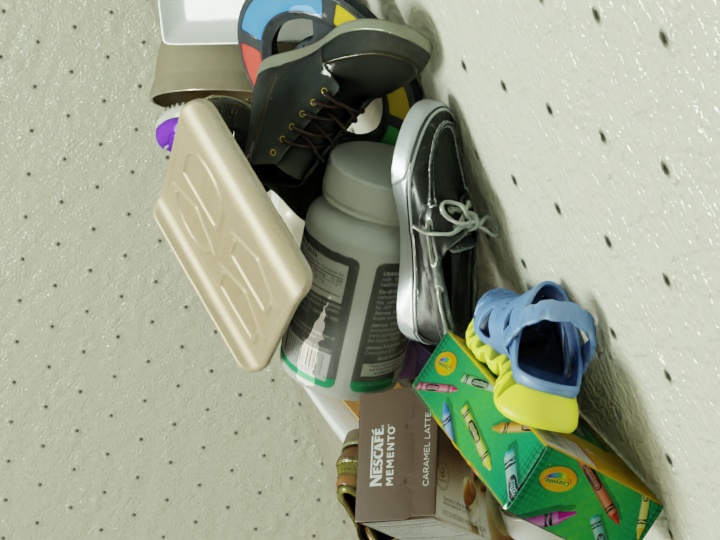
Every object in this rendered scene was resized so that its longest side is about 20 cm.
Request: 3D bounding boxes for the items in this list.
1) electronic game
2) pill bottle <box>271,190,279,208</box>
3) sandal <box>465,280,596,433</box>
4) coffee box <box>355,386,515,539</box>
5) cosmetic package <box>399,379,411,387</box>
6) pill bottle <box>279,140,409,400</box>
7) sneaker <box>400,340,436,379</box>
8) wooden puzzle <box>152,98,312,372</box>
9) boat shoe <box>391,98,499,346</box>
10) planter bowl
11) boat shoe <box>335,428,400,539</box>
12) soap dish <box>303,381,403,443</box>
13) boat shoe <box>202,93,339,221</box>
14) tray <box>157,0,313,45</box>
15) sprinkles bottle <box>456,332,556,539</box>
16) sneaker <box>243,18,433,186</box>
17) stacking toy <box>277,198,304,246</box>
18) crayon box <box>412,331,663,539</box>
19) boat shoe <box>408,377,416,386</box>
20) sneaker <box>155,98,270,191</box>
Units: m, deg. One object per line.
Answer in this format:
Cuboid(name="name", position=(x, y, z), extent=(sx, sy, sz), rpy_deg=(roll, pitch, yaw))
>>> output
Cuboid(name="electronic game", position=(-0.028, -0.169, 1.363), extent=(0.199, 0.042, 0.201), rpy_deg=(28, 144, 23))
Cuboid(name="pill bottle", position=(-0.039, -0.058, 1.737), extent=(0.201, 0.110, 0.111), rpy_deg=(79, 165, -54))
Cuboid(name="sandal", position=(0.132, 0.047, 1.151), extent=(0.200, 0.079, 0.088), rpy_deg=(-117, 43, -71))
Cuboid(name="coffee box", position=(0.076, 0.182, 1.372), extent=(0.200, 0.079, 0.116), rpy_deg=(35, -128, -55))
Cuboid(name="cosmetic package", position=(0.029, 0.131, 1.669), extent=(0.200, 0.081, 0.113), rpy_deg=(46, -173, -38))
Cuboid(name="pill bottle", position=(0.000, 0.000, 1.339), extent=(0.113, 0.112, 0.202), rpy_deg=(-125, 42, -53))
Cuboid(name="sneaker", position=(0.073, 0.019, 1.420), extent=(0.201, 0.087, 0.076), rpy_deg=(112, 146, -42))
Cuboid(name="wooden puzzle", position=(-0.103, -0.028, 1.310), extent=(0.186, 0.046, 0.200), rpy_deg=(58, 154, 12))
Cuboid(name="boat shoe", position=(0.068, -0.034, 1.245), extent=(0.068, 0.073, 0.202), rpy_deg=(14, 106, 41))
Cuboid(name="planter bowl", position=(-0.106, -0.228, 1.543), extent=(0.200, 0.197, 0.137), rpy_deg=(161, 112, -81))
Cuboid(name="boat shoe", position=(0.024, 0.231, 1.428), extent=(0.201, 0.071, 0.068), rpy_deg=(57, -140, -38))
Cuboid(name="soap dish", position=(0.036, 0.174, 1.535), extent=(0.157, 0.081, 0.201), rpy_deg=(46, 171, 51))
Cuboid(name="boat shoe", position=(-0.061, -0.101, 1.392), extent=(0.199, 0.076, 0.074), rpy_deg=(32, -167, -14))
Cuboid(name="tray", position=(-0.099, -0.262, 1.418), extent=(0.022, 0.198, 0.109), rpy_deg=(-34, -58, -59))
Cuboid(name="sprinkles bottle", position=(0.130, 0.133, 1.330), extent=(0.068, 0.068, 0.202), rpy_deg=(-135, 24, -68))
Cuboid(name="sneaker", position=(-0.020, -0.130, 1.263), extent=(0.199, 0.074, 0.108), rpy_deg=(-13, 58, 50))
Cuboid(name="stacking toy", position=(0.014, -0.035, 1.554), extent=(0.147, 0.145, 0.200), rpy_deg=(63, -170, 23))
Cuboid(name="crayon box", position=(0.129, 0.131, 1.178), extent=(0.118, 0.059, 0.200), rpy_deg=(28, -170, -26))
Cuboid(name="boat shoe", position=(0.075, 0.099, 1.560), extent=(0.200, 0.074, 0.069), rpy_deg=(-127, 17, -66))
Cuboid(name="sneaker", position=(-0.130, -0.111, 1.515), extent=(0.198, 0.069, 0.101), rpy_deg=(-1, 84, 40))
